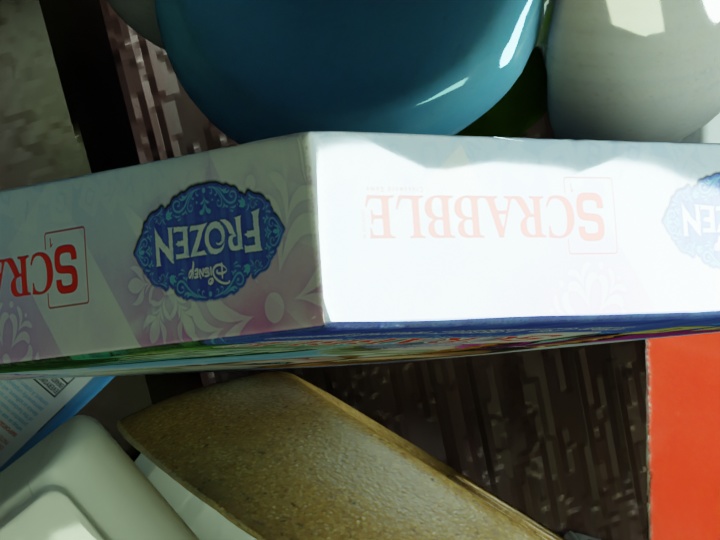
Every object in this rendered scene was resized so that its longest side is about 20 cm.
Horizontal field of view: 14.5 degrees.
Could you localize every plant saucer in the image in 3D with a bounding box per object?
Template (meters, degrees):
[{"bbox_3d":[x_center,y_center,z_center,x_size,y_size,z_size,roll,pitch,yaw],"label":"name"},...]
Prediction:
[{"bbox_3d":[0.032,0.077,0.716,0.200,0.200,0.036,32,88,-27],"label":"plant saucer"}]

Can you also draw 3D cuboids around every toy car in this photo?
[{"bbox_3d":[0.007,-0.111,0.653,0.174,0.150,0.201,16,113,18],"label":"toy car"}]

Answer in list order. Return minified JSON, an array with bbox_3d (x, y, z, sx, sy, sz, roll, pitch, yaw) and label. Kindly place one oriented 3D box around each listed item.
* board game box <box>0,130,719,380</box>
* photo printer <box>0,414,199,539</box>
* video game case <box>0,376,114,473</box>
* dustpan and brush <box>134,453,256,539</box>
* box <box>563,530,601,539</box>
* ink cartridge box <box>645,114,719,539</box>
[{"bbox_3d":[0.000,0.000,0.672,0.199,0.199,0.041,-1,85,-41],"label":"board game box"},{"bbox_3d":[-0.072,0.162,0.762,0.166,0.069,0.200,-38,100,13],"label":"photo printer"},{"bbox_3d":[-0.177,0.043,0.764,0.200,0.018,0.143,-44,119,4],"label":"video game case"},{"bbox_3d":[-0.015,0.159,0.814,0.200,0.057,0.140,37,96,-13],"label":"dustpan and brush"},{"bbox_3d":[0.157,0.145,0.868,0.199,0.110,0.035,19,106,-25],"label":"box"},{"bbox_3d":[0.169,0.017,0.792,0.199,0.174,0.044,13,151,-23],"label":"ink cartridge box"}]
